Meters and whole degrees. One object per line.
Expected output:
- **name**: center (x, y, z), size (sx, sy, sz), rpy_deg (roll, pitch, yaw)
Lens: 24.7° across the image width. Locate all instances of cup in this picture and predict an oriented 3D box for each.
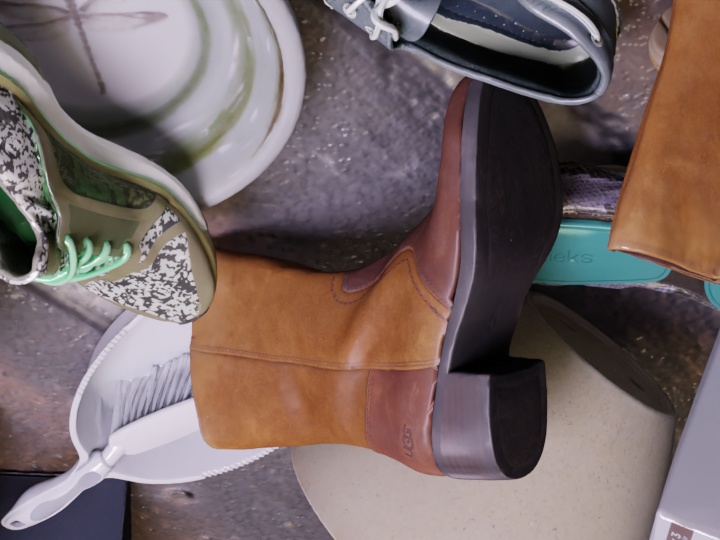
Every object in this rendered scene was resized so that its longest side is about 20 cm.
- **cup**: center (0.084, 0.097, 0.872), size (0.200, 0.201, 0.144), rpy_deg (30, 105, -32)

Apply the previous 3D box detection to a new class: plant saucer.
- **plant saucer**: center (-0.122, -0.100, 0.714), size (0.198, 0.051, 0.201), rpy_deg (0, 140, 0)

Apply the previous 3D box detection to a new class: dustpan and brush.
- **dustpan and brush**: center (-0.130, 0.092, 0.935), size (0.199, 0.058, 0.139), rpy_deg (-26, 134, 27)

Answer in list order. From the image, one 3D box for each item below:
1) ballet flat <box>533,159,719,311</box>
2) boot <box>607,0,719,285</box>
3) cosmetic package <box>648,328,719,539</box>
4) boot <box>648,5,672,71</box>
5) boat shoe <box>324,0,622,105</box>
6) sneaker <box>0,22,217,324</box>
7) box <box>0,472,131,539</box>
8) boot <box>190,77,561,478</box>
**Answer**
- **ballet flat**: center (0.163, -0.020, 0.797), size (0.199, 0.072, 0.072), rpy_deg (9, 141, 6)
- **boot**: center (0.198, -0.083, 0.626), size (0.187, 0.202, 0.068), rpy_deg (10, 174, -14)
- **cosmetic package**: center (0.203, 0.087, 0.823), size (0.081, 0.201, 0.113), rpy_deg (18, 144, 13)
- **boot**: center (0.231, -0.064, 0.749), size (0.198, 0.073, 0.167), rpy_deg (-9, 138, 3)
- **boat shoe**: center (0.024, -0.124, 0.680), size (0.199, 0.062, 0.073), rpy_deg (20, 136, -23)
- **sneaker**: center (-0.136, -0.018, 0.703), size (0.077, 0.089, 0.200), rpy_deg (-25, 135, 26)
- **box**: center (-0.246, 0.227, 1.051), size (0.195, 0.118, 0.201), rpy_deg (2, 139, -4)
- **boot**: center (0.000, 0.000, 0.793), size (0.199, 0.190, 0.068), rpy_deg (3, -170, 42)
